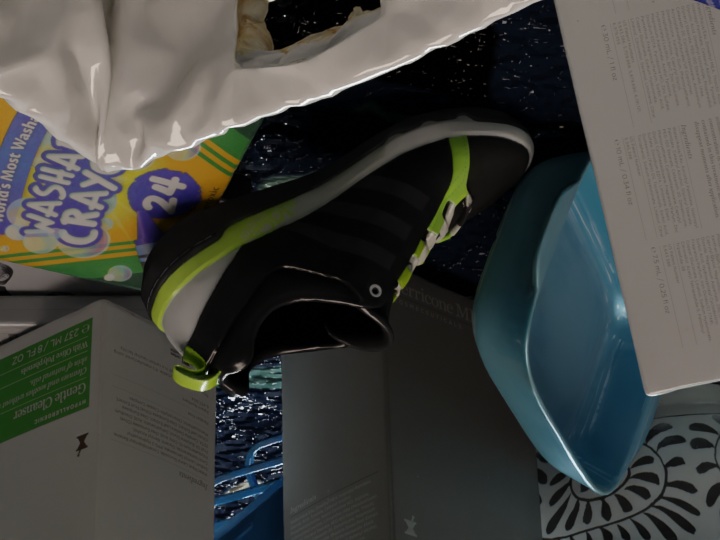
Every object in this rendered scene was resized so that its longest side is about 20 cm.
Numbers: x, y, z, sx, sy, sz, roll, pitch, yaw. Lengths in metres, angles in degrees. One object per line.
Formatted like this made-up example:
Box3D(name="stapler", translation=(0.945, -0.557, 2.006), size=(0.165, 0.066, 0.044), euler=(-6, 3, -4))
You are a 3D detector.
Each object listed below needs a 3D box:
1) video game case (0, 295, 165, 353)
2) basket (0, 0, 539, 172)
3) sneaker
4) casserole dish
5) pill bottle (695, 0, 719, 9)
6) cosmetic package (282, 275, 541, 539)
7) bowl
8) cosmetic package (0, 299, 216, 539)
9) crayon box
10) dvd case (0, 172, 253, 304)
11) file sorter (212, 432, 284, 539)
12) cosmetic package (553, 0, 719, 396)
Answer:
Box3D(name="video game case", translation=(-0.159, 0.069, 1.188), size=(0.142, 0.018, 0.200), euler=(0, 150, -2))
Box3D(name="basket", translation=(-0.063, -0.164, 0.715), size=(0.197, 0.162, 0.200), euler=(-20, 145, 30))
Box3D(name="sneaker", translation=(0.000, 0.000, 1.001), size=(0.199, 0.083, 0.072), euler=(-25, 154, -21))
Box3D(name="casserole dish", translation=(0.099, 0.024, 1.083), size=(0.039, 0.122, 0.200), euler=(11, 156, 26))
Box3D(name="pill bottle", translation=(0.170, -0.129, 0.759), size=(0.199, 0.116, 0.116), euler=(22, 152, 15))
Box3D(name="cosmetic package", translation=(0.025, 0.110, 1.120), size=(0.106, 0.201, 0.090), euler=(21, 145, -37))
Box3D(name="bowl", translation=(0.157, 0.114, 1.222), size=(0.199, 0.095, 0.201), euler=(-5, 166, -1))
Box3D(name="cosmetic package", translation=(-0.129, 0.131, 1.077), size=(0.107, 0.201, 0.085), euler=(-24, 143, 33))
Box3D(name="crayon box", translation=(-0.151, -0.065, 0.958), size=(0.199, 0.052, 0.126), euler=(13, 134, -20))
Box3D(name="dvd case", translation=(-0.156, -0.003, 1.110), size=(0.149, 0.025, 0.200), euler=(13, 145, -21))
Box3D(name="file sorter", translation=(-0.041, 0.174, 1.203), size=(0.122, 0.139, 0.200), euler=(-19, -171, 33))
Box3D(name="cosmetic package", translation=(0.160, -0.067, 0.863), size=(0.150, 0.201, 0.052), euler=(-11, -174, 19))
